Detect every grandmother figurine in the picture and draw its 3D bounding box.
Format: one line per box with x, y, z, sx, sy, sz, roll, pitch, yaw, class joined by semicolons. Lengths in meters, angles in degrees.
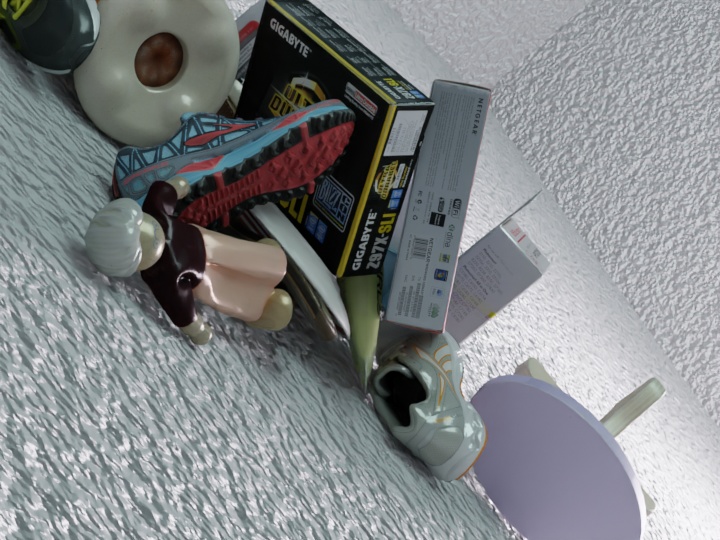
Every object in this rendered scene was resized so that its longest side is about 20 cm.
-0.121;-0.011;1.234;0.200;0.061;0.121;17;48;-60;grandmother figurine

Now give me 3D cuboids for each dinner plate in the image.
-0.067;-0.024;1.458;0.200;0.024;0.200;48;-8;8;dinner plate

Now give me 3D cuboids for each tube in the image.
0.000;0.000;1.509;0.058;0.052;0.200;20;59;-46;tube

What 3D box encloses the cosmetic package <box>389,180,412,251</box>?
0.004;-0.077;1.672;0.085;0.108;0.200;52;-12;22;cosmetic package

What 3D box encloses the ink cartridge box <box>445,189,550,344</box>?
0.120;0.011;1.746;0.068;0.200;0.115;50;12;2;ink cartridge box

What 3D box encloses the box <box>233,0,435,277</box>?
-0.031;-0.112;1.461;0.049;0.160;0.200;-5;35;-35;box

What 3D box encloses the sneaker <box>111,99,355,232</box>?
-0.097;-0.097;1.344;0.096;0.200;0.079;49;-30;29;sneaker

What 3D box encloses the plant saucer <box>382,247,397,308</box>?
-0.002;0.000;1.665;0.019;0.070;0.200;41;7;25;plant saucer

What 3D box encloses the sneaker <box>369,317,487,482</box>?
0.043;0.090;1.535;0.092;0.076;0.200;36;16;-34;sneaker

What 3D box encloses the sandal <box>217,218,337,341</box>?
-0.086;0.002;1.383;0.200;0.055;0.082;40;-9;35;sandal

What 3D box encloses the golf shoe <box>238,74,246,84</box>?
-0.084;-0.135;1.767;0.095;0.078;0.200;54;13;20;golf shoe

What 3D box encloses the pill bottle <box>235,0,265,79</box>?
-0.063;-0.207;1.984;0.200;0.114;0.114;50;11;-2;pill bottle

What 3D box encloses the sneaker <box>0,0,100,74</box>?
-0.279;-0.223;1.359;0.200;0.074;0.085;45;14;27;sneaker

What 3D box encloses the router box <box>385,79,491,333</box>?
0.066;-0.050;1.490;0.049;0.200;0.179;11;-1;3;router box

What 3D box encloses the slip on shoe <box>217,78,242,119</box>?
-0.099;-0.085;1.605;0.076;0.061;0.200;17;-36;48;slip on shoe

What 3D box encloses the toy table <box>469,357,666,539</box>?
0.193;0.168;1.624;0.200;0.184;0.117;61;27;-3;toy table

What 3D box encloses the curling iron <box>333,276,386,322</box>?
-0.012;0.023;1.594;0.200;0.026;0.050;43;24;-63;curling iron

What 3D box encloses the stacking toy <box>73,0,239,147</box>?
-0.206;-0.197;1.479;0.146;0.146;0.200;40;-4;-40;stacking toy
